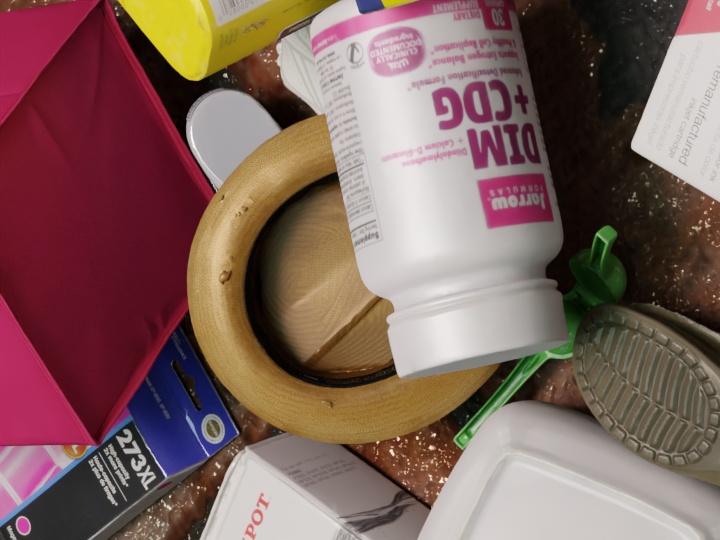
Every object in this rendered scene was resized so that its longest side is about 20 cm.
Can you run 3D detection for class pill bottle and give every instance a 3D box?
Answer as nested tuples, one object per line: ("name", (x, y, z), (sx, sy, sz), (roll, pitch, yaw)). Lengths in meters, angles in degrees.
("pill bottle", (0.046, -0.050, 1.502), (0.113, 0.113, 0.201), (-16, 83, 37))

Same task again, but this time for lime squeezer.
("lime squeezer", (0.116, 0.030, 1.574), (0.038, 0.071, 0.200), (32, 135, 0))

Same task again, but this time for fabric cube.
("fabric cube", (-0.230, -0.026, 1.693), (0.198, 0.200, 0.197), (-5, 127, 36))

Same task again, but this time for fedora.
("fedora", (0.000, 0.000, 1.611), (0.199, 0.082, 0.202), (0, 97, 2))

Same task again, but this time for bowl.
("bowl", (0.115, 0.182, 1.534), (0.199, 0.075, 0.201), (24, 86, 19))

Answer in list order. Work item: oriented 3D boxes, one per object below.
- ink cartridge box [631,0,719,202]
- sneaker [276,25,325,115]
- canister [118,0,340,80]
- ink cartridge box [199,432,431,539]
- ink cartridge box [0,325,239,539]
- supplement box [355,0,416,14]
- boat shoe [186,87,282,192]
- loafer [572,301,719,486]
("ink cartridge box", (0.258, -0.083, 1.438), (0.200, 0.085, 0.148), (34, 116, 28))
("sneaker", (-0.026, -0.150, 1.645), (0.081, 0.075, 0.201), (-33, 78, 44))
("canister", (-0.046, -0.205, 1.555), (0.149, 0.199, 0.087), (51, 153, 20))
("ink cartridge box", (-0.003, 0.209, 1.678), (0.200, 0.085, 0.146), (34, 116, 23))
("ink cartridge box", (-0.170, 0.117, 1.817), (0.200, 0.037, 0.095), (-38, 76, 32))
("supplement box", (0.081, -0.222, 1.420), (0.199, 0.110, 0.109), (-13, 116, 19))
("boat shoe", (-0.035, -0.023, 1.678), (0.068, 0.057, 0.201), (-33, 92, -3))
("loafer", (0.204, 0.079, 1.516), (0.199, 0.067, 0.076), (33, 115, 25))
